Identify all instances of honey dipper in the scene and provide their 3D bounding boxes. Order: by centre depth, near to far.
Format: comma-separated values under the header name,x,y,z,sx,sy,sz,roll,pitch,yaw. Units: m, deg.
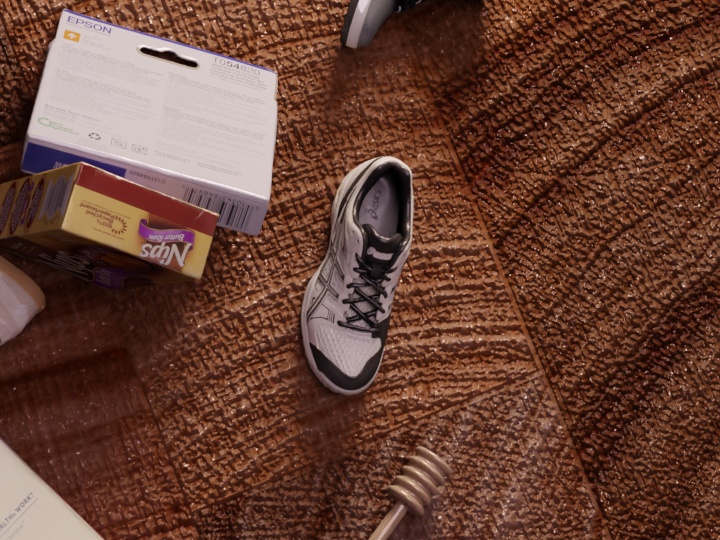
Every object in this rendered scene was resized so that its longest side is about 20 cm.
name,x,y,z,sx,sy,sz,roll,pitch,yaw
honey dipper,0.003,0.233,1.538,0.038,0.038,0.201,39,76,-4

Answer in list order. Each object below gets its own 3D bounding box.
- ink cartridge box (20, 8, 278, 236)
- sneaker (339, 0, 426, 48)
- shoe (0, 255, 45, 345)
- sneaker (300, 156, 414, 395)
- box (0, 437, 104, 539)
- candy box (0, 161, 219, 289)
name,x,y,z,sx,sy,sz,roll,pitch,yaw
ink cartridge box,-0.166,-0.121,1.526,0.198,0.041,0.201,16,35,-10
sneaker,0.070,-0.257,1.631,0.120,0.084,0.201,28,72,2
shoe,-0.338,-0.018,1.478,0.199,0.070,0.054,39,64,-7
sneaker,0.000,0.000,1.554,0.075,0.088,0.202,10,78,-14
box,-0.313,0.217,1.423,0.200,0.097,0.176,44,72,-3
candy box,-0.202,-0.031,1.436,0.116,0.199,0.057,21,77,-26
